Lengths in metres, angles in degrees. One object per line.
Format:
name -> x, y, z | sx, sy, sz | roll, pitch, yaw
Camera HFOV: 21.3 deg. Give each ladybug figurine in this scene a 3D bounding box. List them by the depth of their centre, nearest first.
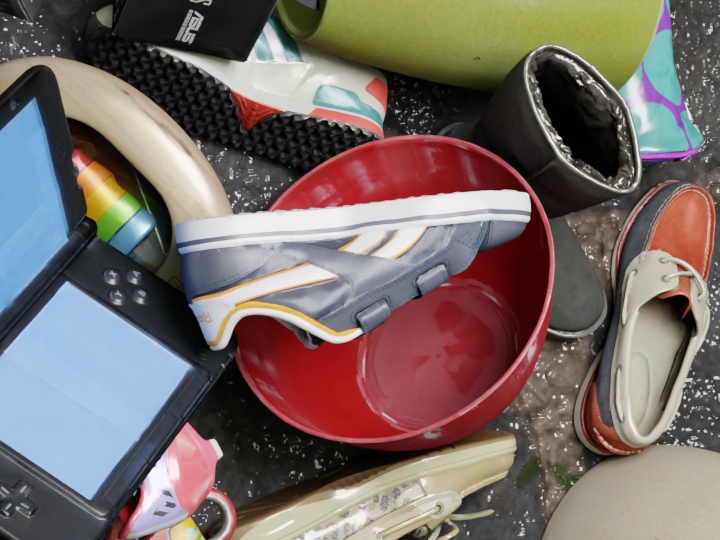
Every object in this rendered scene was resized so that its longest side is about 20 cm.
ladybug figurine -> -0.147, -0.042, 1.123 | 0.136, 0.072, 0.200 | -40, 95, 20

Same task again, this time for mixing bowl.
mixing bowl -> 0.033, 0.032, 1.151 | 0.200, 0.108, 0.200 | -10, 59, 17

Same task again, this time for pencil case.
pencil case -> 0.173, -0.163, 1.273 | 0.092, 0.085, 0.200 | -3, 82, -20

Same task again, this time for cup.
cup -> 0.229, 0.204, 1.200 | 0.200, 0.143, 0.200 | 4, 79, -20

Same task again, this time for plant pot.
plant pot -> 0.052, -0.190, 1.170 | 0.200, 0.187, 0.187 | -7, 83, -25

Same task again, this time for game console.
game console -> -0.158, 0.022, 0.985 | 0.172, 0.119, 0.200 | 34, 45, 2

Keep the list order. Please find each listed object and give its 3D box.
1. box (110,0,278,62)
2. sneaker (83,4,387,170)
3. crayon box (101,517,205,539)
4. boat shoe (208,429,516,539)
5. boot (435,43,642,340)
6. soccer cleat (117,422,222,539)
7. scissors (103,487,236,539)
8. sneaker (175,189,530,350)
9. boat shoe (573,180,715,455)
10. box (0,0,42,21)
box -> -0.082, -0.253, 1.119 | 0.086, 0.164, 0.200 | 10, 55, -18
sneaker -> -0.073, -0.133, 1.194 | 0.200, 0.070, 0.093 | 19, 57, -14
crayon box -> -0.188, 0.188, 1.096 | 0.200, 0.052, 0.126 | -34, 93, -22
boat shoe -> 0.007, 0.150, 1.169 | 0.200, 0.073, 0.063 | -19, 95, -14
boot -> 0.125, -0.042, 1.171 | 0.182, 0.200, 0.073 | 49, 66, -7
soccer cleat -> -0.164, 0.068, 1.071 | 0.200, 0.067, 0.076 | 43, 43, 15
scissors -> -0.152, 0.175, 1.078 | 0.200, 0.014, 0.073 | -41, 99, -21
sneaker -> 0.000, 0.000, 1.064 | 0.200, 0.078, 0.079 | -7, 89, -10
boat shoe -> 0.198, 0.028, 1.262 | 0.071, 0.063, 0.200 | 26, 72, -13
box -> -0.248, -0.250, 1.107 | 0.200, 0.044, 0.160 | 21, 74, 11
